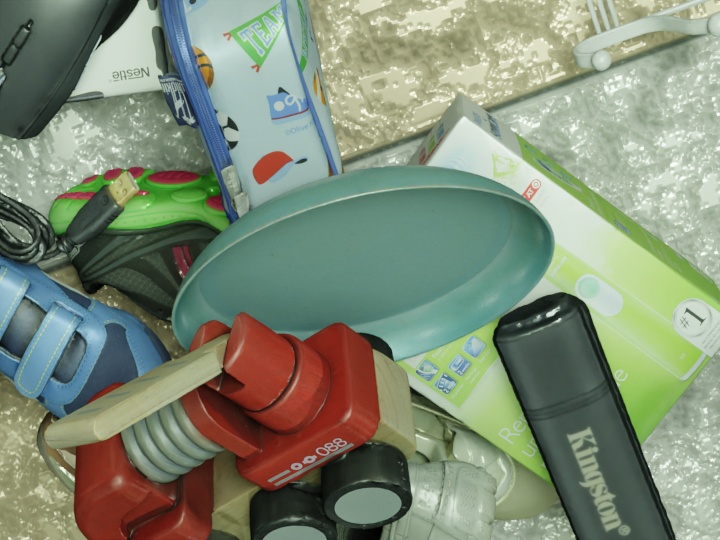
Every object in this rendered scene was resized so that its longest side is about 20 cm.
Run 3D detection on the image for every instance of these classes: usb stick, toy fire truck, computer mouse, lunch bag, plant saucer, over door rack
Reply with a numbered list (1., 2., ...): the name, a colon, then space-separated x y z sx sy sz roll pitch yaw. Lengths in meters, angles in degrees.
1. usb stick: 0.131 0.104 0.877 0.055 0.033 0.201 -23 110 3
2. toy fire truck: -0.090 0.085 0.780 0.175 0.129 0.200 -30 134 26
3. computer mouse: -0.165 -0.096 0.837 0.140 0.046 0.200 42 101 -8
4. lunch bag: -0.056 -0.105 0.821 0.075 0.201 0.161 -14 127 3
5. plant saucer: 0.000 0.000 0.797 0.198 0.200 0.028 -16 63 5
6. over door rack: 0.190 -0.210 0.840 0.199 0.067 0.149 -23 114 -3

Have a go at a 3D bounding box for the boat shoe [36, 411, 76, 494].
1. boat shoe: -0.098 0.123 0.952 0.199 0.076 0.072 26 115 -16

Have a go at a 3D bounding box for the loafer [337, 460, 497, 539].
1. loafer: 0.015 0.158 0.919 0.069 0.070 0.200 18 145 -12

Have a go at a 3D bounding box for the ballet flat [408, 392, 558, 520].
1. ballet flat: 0.033 0.109 0.952 0.198 0.070 0.070 23 104 -5

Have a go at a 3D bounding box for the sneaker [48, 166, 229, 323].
1. sneaker: -0.087 -0.012 0.908 0.198 0.077 0.084 7 122 28

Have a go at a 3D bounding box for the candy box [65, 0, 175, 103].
1. candy box: -0.197 -0.193 0.873 0.166 0.072 0.202 -8 105 3

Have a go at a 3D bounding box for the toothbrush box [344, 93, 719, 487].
1. toothbrush box: 0.095 0.017 0.917 0.199 0.086 0.146 36 103 -6

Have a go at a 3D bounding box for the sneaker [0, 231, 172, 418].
1. sneaker: -0.195 0.032 0.895 0.199 0.082 0.074 31 95 19
